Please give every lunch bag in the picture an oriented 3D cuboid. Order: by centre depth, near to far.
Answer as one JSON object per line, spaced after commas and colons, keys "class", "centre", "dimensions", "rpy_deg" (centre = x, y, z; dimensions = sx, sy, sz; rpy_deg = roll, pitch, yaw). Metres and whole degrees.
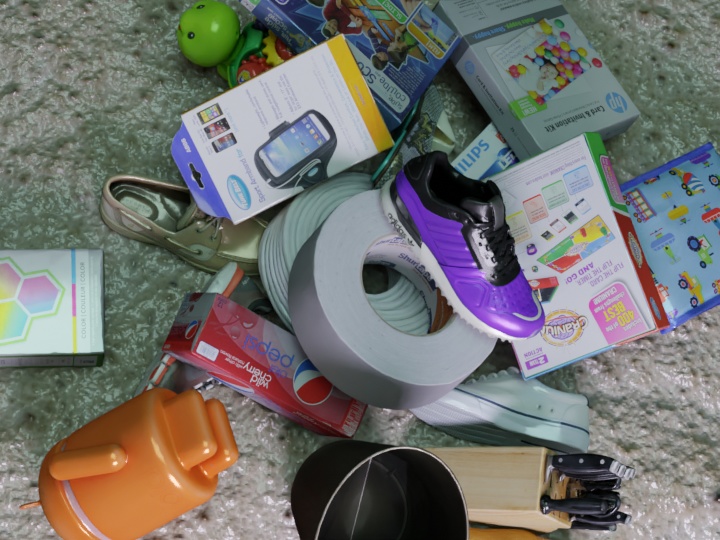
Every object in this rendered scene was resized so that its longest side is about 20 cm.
{"class": "lunch bag", "centre": [0.318, -0.027, 1.558], "dimensions": [0.199, 0.094, 0.151], "rpy_deg": [-20, 77, -46]}

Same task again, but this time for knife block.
{"class": "knife block", "centre": [0.155, 0.202, 1.455], "dimensions": [0.198, 0.176, 0.065], "rpy_deg": [12, 70, -7]}

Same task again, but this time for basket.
{"class": "basket", "centre": [0.006, 0.230, 1.392], "dimensions": [0.135, 0.200, 0.182], "rpy_deg": [12, 92, -12]}

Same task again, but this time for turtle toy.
{"class": "turtle toy", "centre": [-0.092, -0.217, 1.572], "dimensions": [0.198, 0.101, 0.147], "rpy_deg": [15, 71, 0]}

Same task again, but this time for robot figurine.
{"class": "robot figurine", "centre": [-0.210, 0.182, 1.392], "dimensions": [0.199, 0.144, 0.117], "rpy_deg": [-30, 101, 16]}

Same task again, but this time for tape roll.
{"class": "tape roll", "centre": [0.034, 0.026, 1.442], "dimensions": [0.198, 0.066, 0.202], "rpy_deg": [11, 61, -21]}

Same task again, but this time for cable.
{"class": "cable", "centre": [0.000, 0.000, 1.520], "dimensions": [0.198, 0.069, 0.202], "rpy_deg": [-7, 69, -31]}

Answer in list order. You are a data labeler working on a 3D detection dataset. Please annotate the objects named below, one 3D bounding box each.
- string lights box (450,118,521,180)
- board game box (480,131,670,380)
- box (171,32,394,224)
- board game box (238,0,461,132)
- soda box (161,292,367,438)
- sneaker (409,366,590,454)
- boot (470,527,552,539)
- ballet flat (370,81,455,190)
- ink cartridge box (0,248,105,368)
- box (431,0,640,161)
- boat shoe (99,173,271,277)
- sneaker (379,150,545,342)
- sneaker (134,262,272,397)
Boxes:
{"class": "string lights box", "centre": [0.175, -0.049, 1.597], "dimensions": [0.200, 0.059, 0.103], "rpy_deg": [44, 72, 4]}
{"class": "board game box", "centre": [0.196, -0.013, 1.496], "dimensions": [0.040, 0.152, 0.202], "rpy_deg": [-7, 76, -59]}
{"class": "box", "centre": [-0.080, -0.132, 1.483], "dimensions": [0.198, 0.041, 0.120], "rpy_deg": [-25, 100, 4]}
{"class": "board game box", "centre": [-0.008, -0.251, 1.537], "dimensions": [0.200, 0.034, 0.136], "rpy_deg": [42, 58, -9]}
{"class": "soda box", "centre": [-0.085, 0.092, 1.456], "dimensions": [0.199, 0.070, 0.064], "rpy_deg": [32, 72, -28]}
{"class": "sneaker", "centre": [0.138, 0.133, 1.537], "dimensions": [0.198, 0.073, 0.071], "rpy_deg": [18, 61, -15]}
{"class": "boot", "centre": [0.142, 0.351, 1.473], "dimensions": [0.142, 0.071, 0.203], "rpy_deg": [5, 70, -3]}
{"class": "ballet flat", "centre": [0.061, -0.127, 1.566], "dimensions": [0.071, 0.072, 0.201], "rpy_deg": [25, 37, -3]}
{"class": "ink cartridge box", "centre": [-0.345, 0.037, 1.469], "dimensions": [0.198, 0.059, 0.105], "rpy_deg": [0, 74, -11]}
{"class": "box", "centre": [0.182, -0.215, 1.625], "dimensions": [0.155, 0.041, 0.201], "rpy_deg": [-21, 72, -35]}
{"class": "boat shoe", "centre": [-0.163, -0.048, 1.527], "dimensions": [0.198, 0.065, 0.073], "rpy_deg": [19, 71, -5]}
{"class": "sneaker", "centre": [0.107, -0.027, 1.401], "dimensions": [0.200, 0.100, 0.069], "rpy_deg": [48, 46, 3]}
{"class": "sneaker", "centre": [-0.151, 0.090, 1.486], "dimensions": [0.082, 0.077, 0.201], "rpy_deg": [37, 74, -11]}
